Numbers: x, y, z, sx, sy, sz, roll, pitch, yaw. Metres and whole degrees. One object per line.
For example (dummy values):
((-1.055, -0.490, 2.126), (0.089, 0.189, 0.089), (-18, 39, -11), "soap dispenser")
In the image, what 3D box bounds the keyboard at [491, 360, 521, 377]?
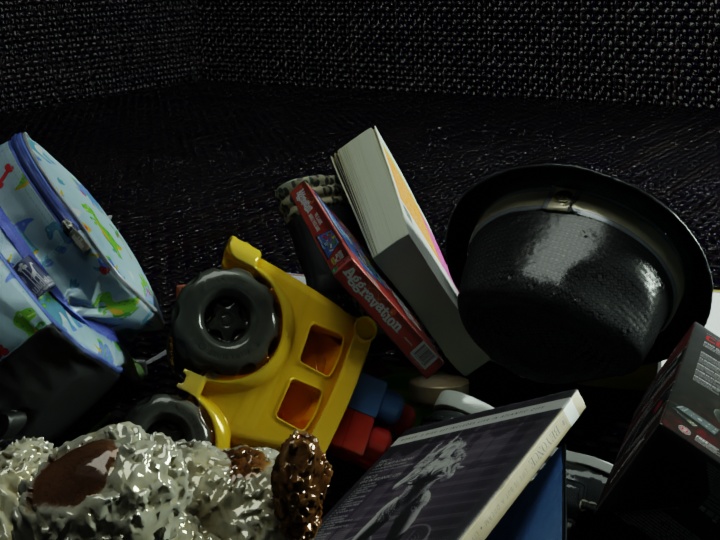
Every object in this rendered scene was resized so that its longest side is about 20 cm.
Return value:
((0.196, 0.058, 0.936), (0.198, 0.011, 0.056), (-14, 20, -33), "keyboard")

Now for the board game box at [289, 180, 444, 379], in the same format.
((0.000, 0.000, 0.790), (0.019, 0.103, 0.200), (-39, 23, 3), "board game box")

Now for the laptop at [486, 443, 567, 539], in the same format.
((0.003, 0.174, 0.543), (0.197, 0.118, 0.187), (2, 16, 11), "laptop")

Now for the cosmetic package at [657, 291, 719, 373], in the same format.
((0.334, 0.081, 0.830), (0.197, 0.072, 0.103), (5, 57, 18), "cosmetic package")

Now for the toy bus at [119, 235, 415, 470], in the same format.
((-0.061, 0.108, 0.735), (0.190, 0.202, 0.136), (26, -18, -7), "toy bus")

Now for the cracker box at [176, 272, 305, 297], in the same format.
((-0.069, 0.041, 1.040), (0.132, 0.059, 0.199), (5, 6, 27), "cracker box")

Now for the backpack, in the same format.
((-0.225, 0.002, 0.675), (0.147, 0.200, 0.183), (-42, -10, -8), "backpack")

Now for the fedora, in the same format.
((0.142, 0.023, 0.757), (0.198, 0.203, 0.092), (7, 42, 28), "fedora")

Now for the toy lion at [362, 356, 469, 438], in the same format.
((-0.012, 0.104, 0.896), (0.196, 0.070, 0.192), (-1, 9, 2), "toy lion")

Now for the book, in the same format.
((0.043, -0.020, 0.881), (0.048, 0.134, 0.201), (-32, 28, 8), "book")

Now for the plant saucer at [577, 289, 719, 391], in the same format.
((0.280, 0.066, 1.003), (0.197, 0.049, 0.200), (3, 17, 18), "plant saucer")

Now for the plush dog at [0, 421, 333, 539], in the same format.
((-0.096, 0.145, 0.552), (0.170, 0.163, 0.199), (-20, 2, -36), "plush dog")

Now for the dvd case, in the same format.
((0.024, 0.138, 0.591), (0.148, 0.016, 0.200), (-23, 12, 46), "dvd case")

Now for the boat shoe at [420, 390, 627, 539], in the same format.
((0.124, 0.150, 0.717), (0.198, 0.076, 0.061), (21, 64, 32), "boat shoe")

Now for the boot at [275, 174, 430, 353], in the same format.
((0.005, -0.005, 0.969), (0.073, 0.156, 0.203), (-23, -11, 28), "boot")

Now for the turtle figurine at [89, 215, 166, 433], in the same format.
((-0.247, 0.050, 0.943), (0.197, 0.146, 0.194), (-9, 21, -13), "turtle figurine")

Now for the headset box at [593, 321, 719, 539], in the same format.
((0.241, 0.123, 0.663), (0.148, 0.076, 0.200), (35, 26, 12), "headset box")
